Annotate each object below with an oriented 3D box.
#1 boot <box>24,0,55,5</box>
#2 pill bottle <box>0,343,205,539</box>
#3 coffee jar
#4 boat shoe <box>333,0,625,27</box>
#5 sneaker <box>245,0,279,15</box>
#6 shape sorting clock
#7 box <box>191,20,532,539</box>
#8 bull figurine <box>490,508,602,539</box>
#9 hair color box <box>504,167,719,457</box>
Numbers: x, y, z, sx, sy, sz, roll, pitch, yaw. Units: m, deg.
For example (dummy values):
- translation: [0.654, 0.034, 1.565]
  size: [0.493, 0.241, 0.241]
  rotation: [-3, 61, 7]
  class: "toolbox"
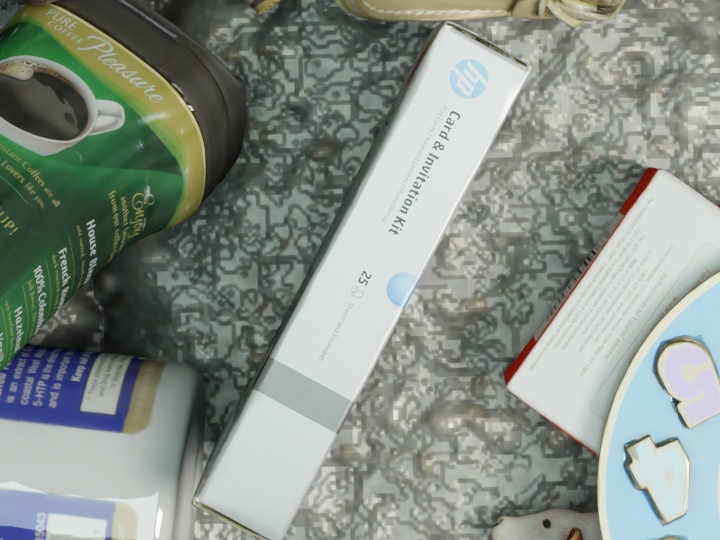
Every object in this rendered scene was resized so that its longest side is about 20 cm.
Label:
- translation: [-0.184, -0.205, 1.033]
  size: [0.072, 0.200, 0.167]
  rotation: [-29, 128, -9]
  class: "boot"
- translation: [-0.168, 0.086, 1.038]
  size: [0.199, 0.120, 0.120]
  rotation: [7, 94, 2]
  class: "pill bottle"
- translation: [-0.138, -0.029, 1.003]
  size: [0.104, 0.086, 0.200]
  rotation: [35, 57, 20]
  class: "coffee jar"
- translation: [0.085, -0.134, 1.022]
  size: [0.199, 0.065, 0.072]
  rotation: [-14, 133, -9]
  class: "boat shoe"
- translation: [-0.012, -0.205, 1.038]
  size: [0.090, 0.075, 0.200]
  rotation: [36, 93, -6]
  class: "sneaker"
- translation: [0.192, 0.086, 1.003]
  size: [0.199, 0.039, 0.201]
  rotation: [0, 94, 2]
  class: "shape sorting clock"
- translation: [0.000, 0.000, 1.009]
  size: [0.041, 0.156, 0.201]
  rotation: [27, 93, -2]
  class: "box"
- translation: [0.107, 0.195, 1.063]
  size: [0.121, 0.065, 0.200]
  rotation: [-44, 89, 8]
  class: "bull figurine"
- translation: [0.170, 0.059, 1.053]
  size: [0.200, 0.064, 0.111]
  rotation: [36, 94, 1]
  class: "hair color box"
